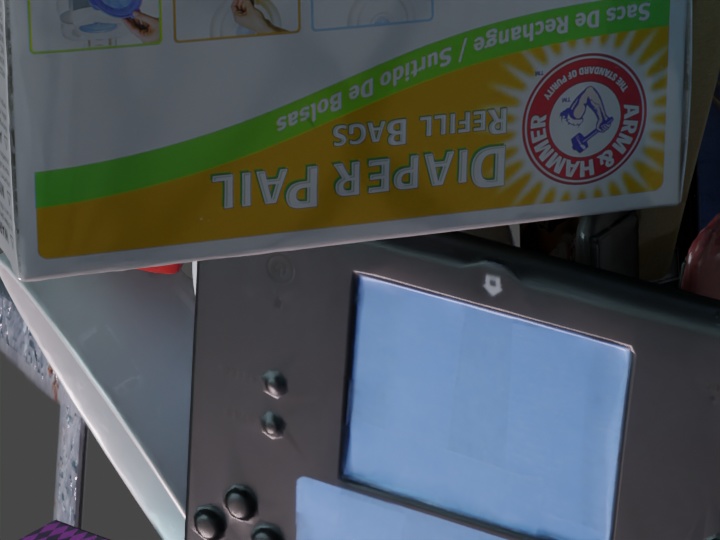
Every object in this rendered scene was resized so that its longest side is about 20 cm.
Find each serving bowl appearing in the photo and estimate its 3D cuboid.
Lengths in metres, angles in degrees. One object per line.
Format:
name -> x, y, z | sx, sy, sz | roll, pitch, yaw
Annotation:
serving bowl -> -0.062, 0.062, 1.150 | 0.200, 0.066, 0.200 | 55, 171, 13

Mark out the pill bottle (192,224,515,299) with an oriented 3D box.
pill bottle -> 0.000, 0.000, 1.008 | 0.200, 0.108, 0.109 | 18, -108, -86

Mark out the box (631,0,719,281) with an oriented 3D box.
box -> 0.079, -0.122, 0.896 | 0.164, 0.021, 0.201 | -113, 26, -47

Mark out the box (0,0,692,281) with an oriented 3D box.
box -> -0.015, -0.072, 0.840 | 0.112, 0.199, 0.102 | -136, 42, -62

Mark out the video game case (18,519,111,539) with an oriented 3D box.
video game case -> -0.082, 0.204, 1.301 | 0.182, 0.036, 0.200 | 64, 162, -10

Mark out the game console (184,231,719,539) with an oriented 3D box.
game console -> 0.036, 0.075, 0.872 | 0.199, 0.031, 0.178 | 15, 120, 24

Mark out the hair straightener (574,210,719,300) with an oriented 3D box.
hair straightener -> 0.068, 0.068, 0.895 | 0.077, 0.041, 0.201 | 16, 120, 25

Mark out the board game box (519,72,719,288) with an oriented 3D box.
board game box -> 0.094, 0.003, 0.958 | 0.135, 0.034, 0.201 | 166, 104, -68

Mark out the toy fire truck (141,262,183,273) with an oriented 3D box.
toy fire truck -> -0.047, -0.107, 1.033 | 0.200, 0.049, 0.141 | -68, -4, -54
